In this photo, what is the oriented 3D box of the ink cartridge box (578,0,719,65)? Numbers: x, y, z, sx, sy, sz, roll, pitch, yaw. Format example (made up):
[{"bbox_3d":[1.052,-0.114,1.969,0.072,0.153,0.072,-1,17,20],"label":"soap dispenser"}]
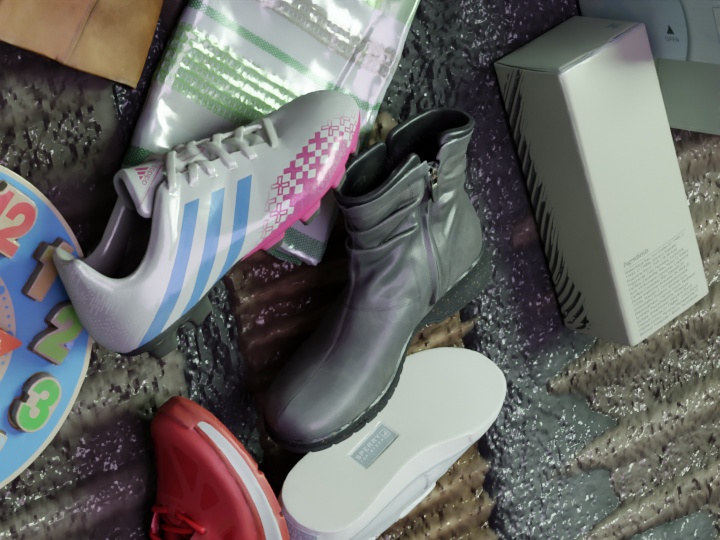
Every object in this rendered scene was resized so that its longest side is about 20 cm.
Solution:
[{"bbox_3d":[0.187,-0.226,1.146,0.047,0.160,0.201,-32,117,-28],"label":"ink cartridge box"}]

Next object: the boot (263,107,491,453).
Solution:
[{"bbox_3d":[0.000,0.000,1.097,0.200,0.069,0.132,-50,145,-31],"label":"boot"}]

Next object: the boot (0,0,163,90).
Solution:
[{"bbox_3d":[-0.156,-0.214,0.971,0.188,0.068,0.201,25,93,-45],"label":"boot"}]

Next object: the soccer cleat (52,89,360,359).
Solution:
[{"bbox_3d":[-0.080,-0.043,1.010,0.200,0.070,0.086,-47,122,-18],"label":"soccer cleat"}]

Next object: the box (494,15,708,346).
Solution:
[{"bbox_3d":[0.158,-0.058,1.221,0.082,0.068,0.201,-30,116,-28],"label":"box"}]

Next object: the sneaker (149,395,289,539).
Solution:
[{"bbox_3d":[-0.101,0.179,1.076,0.115,0.078,0.201,-34,117,-28],"label":"sneaker"}]

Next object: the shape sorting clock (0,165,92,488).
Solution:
[{"bbox_3d":[-0.228,0.036,0.972,0.199,0.039,0.201,-9,105,-35],"label":"shape sorting clock"}]

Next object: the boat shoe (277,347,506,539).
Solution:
[{"bbox_3d":[0.018,0.120,1.158,0.200,0.072,0.069,-45,162,-42],"label":"boat shoe"}]

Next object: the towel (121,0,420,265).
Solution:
[{"bbox_3d":[-0.042,-0.117,1.082,0.149,0.031,0.201,26,84,-38],"label":"towel"}]

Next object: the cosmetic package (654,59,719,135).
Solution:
[{"bbox_3d":[0.296,-0.149,1.292,0.199,0.085,0.108,-2,101,-36],"label":"cosmetic package"}]
